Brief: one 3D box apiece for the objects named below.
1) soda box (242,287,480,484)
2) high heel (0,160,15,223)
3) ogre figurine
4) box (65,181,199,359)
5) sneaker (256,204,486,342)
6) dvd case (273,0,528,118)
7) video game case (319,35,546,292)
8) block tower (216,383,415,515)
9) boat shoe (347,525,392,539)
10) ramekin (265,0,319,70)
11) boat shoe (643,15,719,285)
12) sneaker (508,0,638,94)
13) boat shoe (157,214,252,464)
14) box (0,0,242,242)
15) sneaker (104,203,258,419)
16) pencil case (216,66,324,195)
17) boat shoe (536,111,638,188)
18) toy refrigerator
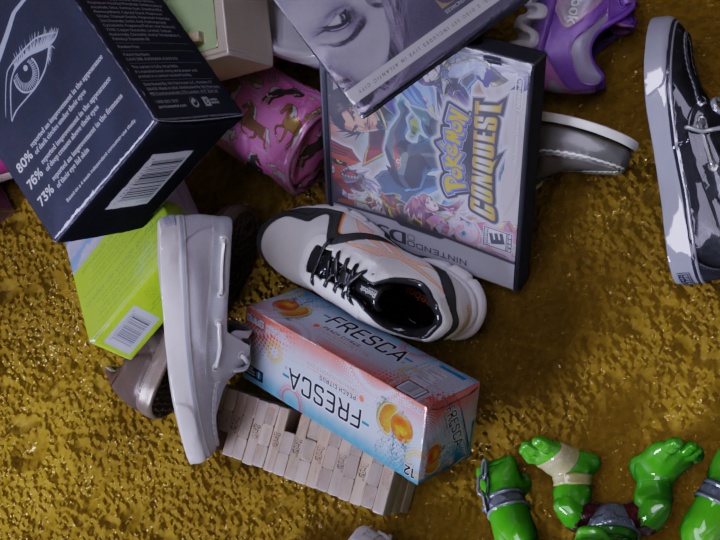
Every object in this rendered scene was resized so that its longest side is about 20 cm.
[{"bbox_3d":[-0.004,0.084,0.898,0.199,0.063,0.069,27,121,38],"label":"soda box"},{"bbox_3d":[-0.326,-0.129,1.110,0.200,0.067,0.096,-36,78,16],"label":"high heel"},{"bbox_3d":[0.177,0.184,0.820,0.198,0.098,0.121,2,61,9],"label":"ogre figurine"},{"bbox_3d":[-0.199,-0.032,1.011,0.122,0.048,0.200,-47,39,14],"label":"box"},{"bbox_3d":[0.000,0.000,0.917,0.199,0.080,0.074,20,105,21],"label":"sneaker"},{"bbox_3d":[0.004,-0.226,0.826,0.148,0.016,0.201,-35,76,-2],"label":"dvd case"},{"bbox_3d":[0.050,-0.094,0.893,0.180,0.201,0.026,21,43,26],"label":"video game case"},{"bbox_3d":[-0.044,0.143,0.942,0.199,0.054,0.058,13,85,26],"label":"block tower"},{"bbox_3d":[0.006,0.231,0.892,0.199,0.071,0.070,-13,76,22],"label":"boat shoe"},{"bbox_3d":[-0.012,-0.260,0.990,0.201,0.094,0.204,-5,78,22],"label":"ramekin"},{"bbox_3d":[0.251,-0.092,0.851,0.068,0.073,0.201,-9,76,26],"label":"boat shoe"},{"bbox_3d":[0.181,-0.224,0.913,0.088,0.080,0.202,18,92,19],"label":"sneaker"},{"bbox_3d":[-0.118,0.053,0.911,0.068,0.072,0.202,-6,100,-10],"label":"boat shoe"},{"bbox_3d":[-0.213,-0.147,0.895,0.148,0.104,0.201,-41,77,30],"label":"box"},{"bbox_3d":[-0.162,0.025,1.009,0.075,0.070,0.201,26,90,26],"label":"sneaker"},{"bbox_3d":[-0.100,-0.147,1.013,0.200,0.087,0.083,37,64,25],"label":"pencil case"},{"bbox_3d":[0.117,-0.092,0.912,0.201,0.072,0.061,12,82,31],"label":"boat shoe"},{"bbox_3d":[-0.175,-0.189,0.969,0.199,0.070,0.077,-8,86,30],"label":"toy refrigerator"}]
